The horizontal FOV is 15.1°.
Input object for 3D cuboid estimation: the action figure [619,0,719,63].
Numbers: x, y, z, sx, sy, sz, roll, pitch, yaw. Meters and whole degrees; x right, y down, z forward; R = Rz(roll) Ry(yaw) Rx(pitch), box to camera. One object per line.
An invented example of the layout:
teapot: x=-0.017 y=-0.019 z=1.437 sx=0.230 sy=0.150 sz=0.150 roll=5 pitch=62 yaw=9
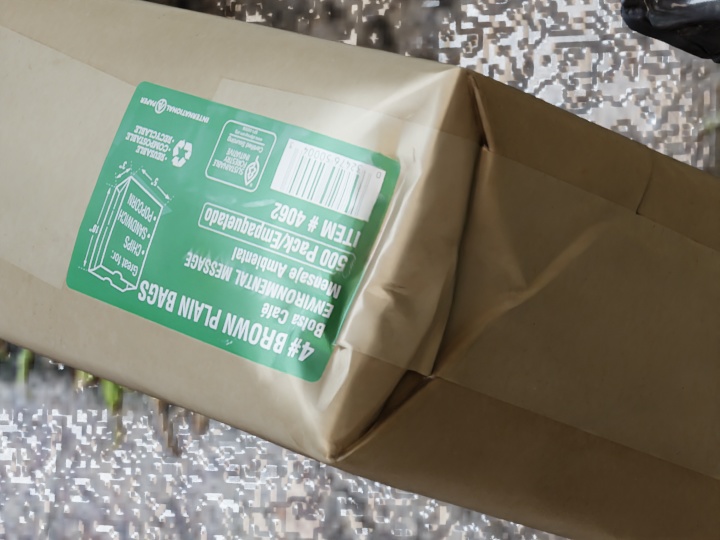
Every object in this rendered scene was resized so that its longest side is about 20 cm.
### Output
action figure: x=0.172 y=-0.070 z=0.766 sx=0.200 sy=0.102 sz=0.119 roll=25 pitch=84 yaw=25

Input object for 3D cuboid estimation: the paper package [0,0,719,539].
paper package: x=0.000 y=0.000 z=0.756 sx=0.200 sy=0.190 sz=0.104 roll=18 pitch=89 yaw=44
